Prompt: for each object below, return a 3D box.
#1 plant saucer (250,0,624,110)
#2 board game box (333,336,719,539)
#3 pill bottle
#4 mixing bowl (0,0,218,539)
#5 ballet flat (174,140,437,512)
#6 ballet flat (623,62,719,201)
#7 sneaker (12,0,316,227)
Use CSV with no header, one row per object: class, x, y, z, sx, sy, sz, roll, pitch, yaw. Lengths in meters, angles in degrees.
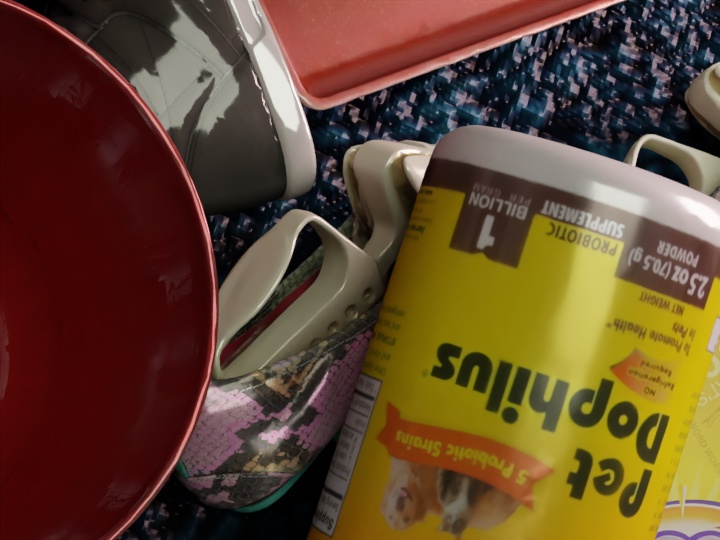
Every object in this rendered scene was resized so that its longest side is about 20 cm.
plant saucer,0.009,-0.172,0.900,0.199,0.037,0.201,-22,84,-32
board game box,0.104,0.106,0.840,0.153,0.040,0.200,-31,88,1
pill bottle,0.048,0.061,0.766,0.109,0.109,0.201,18,89,-17
mixing bowl,-0.155,0.016,0.756,0.199,0.108,0.201,5,75,-20
ballet flat,0.000,0.000,0.833,0.200,0.069,0.071,-44,124,-27
ballet flat,0.144,-0.042,0.914,0.074,0.074,0.200,43,64,-6
sneaker,-0.100,-0.102,0.830,0.099,0.071,0.201,-23,83,-21
